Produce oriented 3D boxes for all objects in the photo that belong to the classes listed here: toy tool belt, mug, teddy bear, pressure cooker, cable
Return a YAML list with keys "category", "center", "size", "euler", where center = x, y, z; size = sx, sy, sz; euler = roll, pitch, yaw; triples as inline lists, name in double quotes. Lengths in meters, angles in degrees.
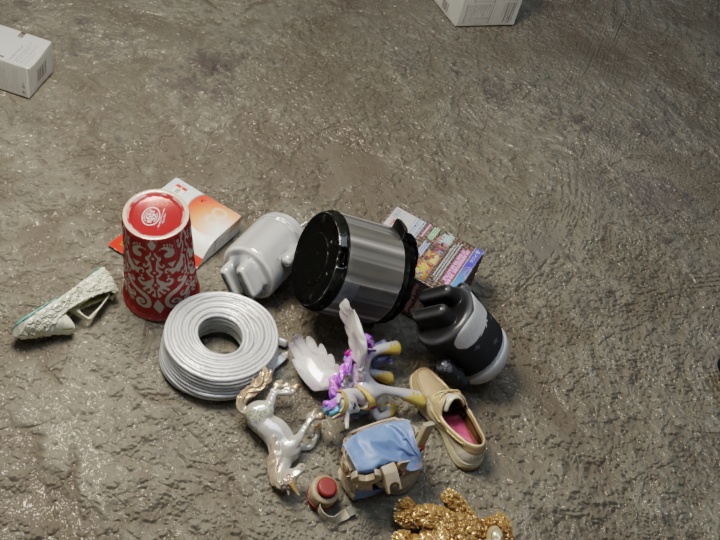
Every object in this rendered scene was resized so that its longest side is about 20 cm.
- category: "toy tool belt"
  center: [0.017, 0.287, 1.374]
  size: [0.198, 0.123, 0.126]
  euler: [-17, 61, -31]
- category: "mug"
  center: [-0.345, -0.043, 1.522]
  size: [0.132, 0.201, 0.179]
  euler: [-18, 57, -21]
- category: "teddy bear"
  center: [0.140, 0.396, 1.356]
  size: [0.198, 0.067, 0.146]
  euler: [24, 46, 7]
- category: "pressure cooker"
  center: [0.001, 0.002, 1.557]
  size: [0.198, 0.175, 0.182]
  euler: [13, 70, -31]
- category: "cable"
  center: [-0.231, 0.123, 1.503]
  size: [0.198, 0.070, 0.200]
  euler: [28, 45, 10]

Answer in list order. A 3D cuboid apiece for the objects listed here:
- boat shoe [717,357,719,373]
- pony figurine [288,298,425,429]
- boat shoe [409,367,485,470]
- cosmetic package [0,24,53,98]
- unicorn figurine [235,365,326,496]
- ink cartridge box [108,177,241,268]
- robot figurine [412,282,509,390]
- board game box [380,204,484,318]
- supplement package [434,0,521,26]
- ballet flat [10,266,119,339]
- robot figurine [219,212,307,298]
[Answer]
- category: "boat shoe"
  center: [0.727, 0.248, 1.698]
  size: [0.083, 0.069, 0.202]
  euler: [-14, 56, -12]
- category: "pony figurine"
  center: [-0.005, 0.163, 1.486]
  size: [0.198, 0.166, 0.195]
  euler: [1, 56, -47]
- category: "boat shoe"
  center: [0.151, 0.233, 1.519]
  size: [0.073, 0.070, 0.201]
  euler: [-14, 52, -29]
- category: "cosmetic package"
  center: [-0.755, -0.447, 1.890]
  size: [0.197, 0.082, 0.114]
  euler: [18, 45, -1]
- category: "unicorn figurine"
  center: [-0.119, 0.254, 1.412]
  size: [0.199, 0.074, 0.137]
  euler: [39, 56, 21]
- category: "ink cartridge box"
  center: [-0.341, -0.077, 1.681]
  size: [0.161, 0.051, 0.200]
  euler: [30, 42, 13]
- category: "robot figurine"
  center: [0.172, 0.110, 1.568]
  size: [0.150, 0.200, 0.125]
  euler: [-47, 33, -3]
- category: "board game box"
  center: [0.108, -0.006, 1.722]
  size: [0.198, 0.098, 0.160]
  euler: [29, 45, 12]
- category: "supplement package"
  center: [0.335, -0.787, 2.533]
  size: [0.197, 0.152, 0.153]
  euler: [-8, 49, -25]
- category: "ballet flat"
  center: [-0.474, 0.064, 1.490]
  size: [0.071, 0.072, 0.200]
  euler: [33, 46, 16]
- category: "robot figurine"
  center: [-0.170, -0.029, 1.643]
  size: [0.168, 0.114, 0.200]
  euler: [1, 34, 34]
